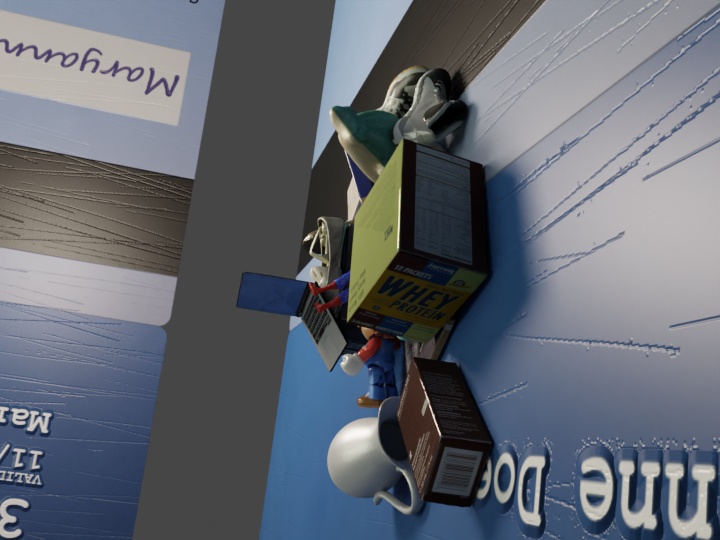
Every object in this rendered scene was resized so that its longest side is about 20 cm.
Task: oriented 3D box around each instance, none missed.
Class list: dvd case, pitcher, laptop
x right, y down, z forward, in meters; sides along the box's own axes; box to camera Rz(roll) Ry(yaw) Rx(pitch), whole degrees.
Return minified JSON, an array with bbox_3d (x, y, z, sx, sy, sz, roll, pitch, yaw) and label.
[{"bbox_3d":[0.106,0.096,1.370,0.150,0.016,0.201,-92,16,-49],"label":"dvd case"},{"bbox_3d":[0.030,0.310,1.357,0.200,0.120,0.173,-45,51,52],"label":"pitcher"},{"bbox_3d":[-0.131,0.099,1.603,0.201,0.115,0.188,61,160,14],"label":"laptop"}]

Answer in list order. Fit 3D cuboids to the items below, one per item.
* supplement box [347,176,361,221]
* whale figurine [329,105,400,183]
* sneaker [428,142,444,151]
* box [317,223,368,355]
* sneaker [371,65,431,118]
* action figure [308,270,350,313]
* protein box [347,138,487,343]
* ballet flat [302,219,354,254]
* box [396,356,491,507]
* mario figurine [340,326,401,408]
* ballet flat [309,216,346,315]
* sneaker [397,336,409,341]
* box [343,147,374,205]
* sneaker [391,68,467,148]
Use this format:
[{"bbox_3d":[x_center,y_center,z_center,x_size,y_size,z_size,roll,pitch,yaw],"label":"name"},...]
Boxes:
[{"bbox_3d":[0.032,-0.193,1.823,0.127,0.073,0.201,-92,17,-44],"label":"supplement box"},{"bbox_3d":[0.020,-0.225,1.439,0.160,0.103,0.200,55,-170,22],"label":"whale figurine"},{"bbox_3d":[0.104,-0.116,1.461,0.081,0.075,0.202,38,114,47],"label":"sneaker"},{"bbox_3d":[0.000,0.045,1.682,0.200,0.116,0.199,126,152,-62],"label":"box"},{"bbox_3d":[0.070,-0.275,1.554,0.200,0.075,0.088,-48,36,38],"label":"sneaker"},{"bbox_3d":[0.000,0.000,1.538,0.099,0.198,0.066,-126,19,-56],"label":"action figure"},{"bbox_3d":[0.080,-0.039,1.262,0.199,0.134,0.202,125,156,-50],"label":"protein box"},{"bbox_3d":[-0.022,-0.080,1.738,0.068,0.198,0.047,59,-162,-53],"label":"ballet flat"},{"bbox_3d":[0.106,0.208,1.147,0.200,0.074,0.101,-104,27,-67],"label":"box"},{"bbox_3d":[0.022,0.136,1.501,0.123,0.105,0.203,60,-149,-82],"label":"mario figurine"},{"bbox_3d":[-0.065,-0.010,1.600,0.067,0.063,0.202,129,148,-57],"label":"ballet flat"},{"bbox_3d":[0.045,0.038,1.426,0.201,0.077,0.087,-118,29,-51],"label":"sneaker"},{"bbox_3d":[0.002,-0.181,1.614,0.121,0.032,0.202,62,-171,-63],"label":"box"},{"bbox_3d":[0.139,-0.271,1.430,0.115,0.075,0.201,-9,43,43],"label":"sneaker"}]
